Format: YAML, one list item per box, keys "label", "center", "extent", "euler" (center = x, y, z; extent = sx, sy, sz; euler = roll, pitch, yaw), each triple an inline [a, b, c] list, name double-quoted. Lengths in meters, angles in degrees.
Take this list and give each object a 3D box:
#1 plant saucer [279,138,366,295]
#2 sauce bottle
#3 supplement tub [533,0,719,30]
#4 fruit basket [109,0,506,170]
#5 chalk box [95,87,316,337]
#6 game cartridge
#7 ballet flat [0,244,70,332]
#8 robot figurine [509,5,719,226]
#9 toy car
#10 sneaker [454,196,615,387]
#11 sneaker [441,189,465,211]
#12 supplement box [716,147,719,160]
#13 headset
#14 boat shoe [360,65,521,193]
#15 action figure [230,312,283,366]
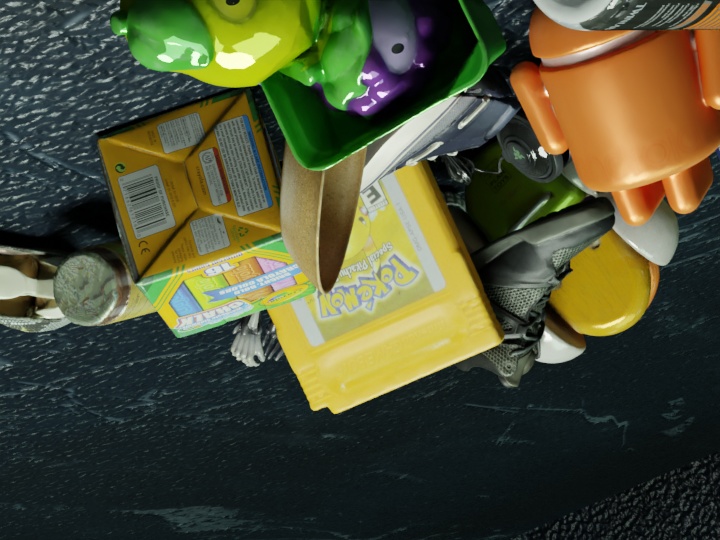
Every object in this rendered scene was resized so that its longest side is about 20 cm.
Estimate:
- label: "plant saucer"
  center: [-0.025, -0.085, 1.377]
  extent: [0.035, 0.202, 0.200]
  euler: [9, 164, 7]
- label: "sauce bottle"
  center: [-0.178, 0.003, 1.609]
  extent: [0.064, 0.065, 0.200]
  euler: [-25, 177, 21]
- label: "supplement tub"
  center: [0.210, -0.218, 1.282]
  extent: [0.199, 0.123, 0.122]
  euler: [-6, 158, -36]
- label: "fruit basket"
  center: [-0.034, -0.163, 1.073]
  extent: [0.155, 0.217, 0.215]
  euler: [-27, 160, 28]
- label: "chalk box"
  center: [-0.111, -0.034, 1.510]
  extent: [0.123, 0.126, 0.200]
  euler: [-18, 164, 1]
- label: "game cartridge"
  center: [0.000, 0.000, 1.603]
  extent: [0.175, 0.201, 0.032]
  euler: [-24, -178, 18]
- label: "ballet flat"
  center: [-0.269, 0.013, 1.566]
  extent: [0.072, 0.073, 0.200]
  euler: [-29, 158, 31]
- label: "robot figurine"
  center: [0.193, -0.137, 1.408]
  extent: [0.116, 0.201, 0.144]
  euler: [-28, -165, -21]
- label: "toy car"
  center: [0.180, -0.032, 1.718]
  extent: [0.175, 0.200, 0.150]
  euler: [-46, 170, 19]
- label: "sneaker"
  center: [0.142, 0.021, 1.620]
  extent: [0.199, 0.115, 0.076]
  euler: [-32, 177, 24]
- label: "sneaker"
  center: [0.023, -0.019, 1.739]
  extent: [0.199, 0.091, 0.078]
  euler: [-5, 158, -34]
- label: "supplement box"
  center: [0.384, -0.156, 1.660]
  extent: [0.109, 0.110, 0.200]
  euler: [-12, 161, -20]
- label: "headset"
  center: [0.141, -0.127, 1.552]
  extent: [0.199, 0.094, 0.124]
  euler: [-32, -172, 36]
- label: "boat shoe"
  center: [0.037, -0.101, 1.524]
  extent: [0.092, 0.075, 0.200]
  euler: [13, 145, -39]
- label: "action figure"
  center: [-0.055, 0.047, 1.830]
  extent: [0.118, 0.103, 0.200]
  euler: [10, 166, 5]
